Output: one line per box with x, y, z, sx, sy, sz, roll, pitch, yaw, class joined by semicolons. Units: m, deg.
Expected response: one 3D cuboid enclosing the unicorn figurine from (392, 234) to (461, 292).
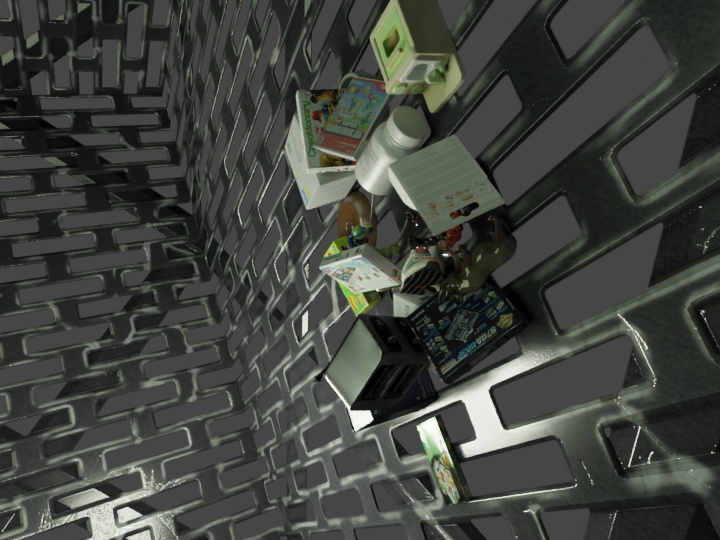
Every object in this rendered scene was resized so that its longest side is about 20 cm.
0.164;0.003;1.295;0.202;0.073;0.138;-67;31;25;unicorn figurine

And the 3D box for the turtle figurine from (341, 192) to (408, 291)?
0.055;-0.060;1.462;0.142;0.201;0.196;17;142;28;turtle figurine

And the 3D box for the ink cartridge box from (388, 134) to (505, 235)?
0.166;-0.161;1.132;0.050;0.159;0.202;78;166;-60;ink cartridge box

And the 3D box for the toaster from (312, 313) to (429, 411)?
0.031;0.202;1.242;0.119;0.179;0.202;47;115;37;toaster

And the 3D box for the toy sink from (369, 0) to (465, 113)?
0.112;-0.443;1.192;0.130;0.110;0.203;-41;63;58;toy sink

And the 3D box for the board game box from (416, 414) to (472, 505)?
0.202;0.464;1.408;0.105;0.023;0.203;-50;56;58;board game box

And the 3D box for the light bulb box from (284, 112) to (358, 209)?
-0.105;-0.297;1.533;0.200;0.123;0.201;141;110;-72;light bulb box

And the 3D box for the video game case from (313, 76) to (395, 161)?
-0.012;-0.356;1.337;0.142;0.017;0.202;24;81;40;video game case

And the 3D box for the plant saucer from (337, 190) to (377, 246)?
-0.018;-0.121;1.616;0.200;0.036;0.204;29;124;57;plant saucer

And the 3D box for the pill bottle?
0.072;-0.274;1.318;0.200;0.113;0.116;-52;55;54;pill bottle

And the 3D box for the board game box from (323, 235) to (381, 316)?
-0.025;0.017;1.612;0.202;0.047;0.102;61;152;11;board game box

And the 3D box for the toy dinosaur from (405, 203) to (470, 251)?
0.161;-0.097;1.160;0.200;0.133;0.104;-69;-27;-82;toy dinosaur

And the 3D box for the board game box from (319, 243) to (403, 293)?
0.000;0.000;1.380;0.199;0.126;0.035;-13;46;56;board game box

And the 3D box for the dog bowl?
-0.001;-0.410;1.469;0.199;0.058;0.204;31;126;55;dog bowl

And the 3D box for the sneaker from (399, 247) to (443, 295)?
0.122;-0.013;1.189;0.200;0.069;0.095;114;161;-74;sneaker

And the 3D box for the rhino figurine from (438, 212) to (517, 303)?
0.219;-0.009;1.112;0.200;0.059;0.088;-46;50;15;rhino figurine

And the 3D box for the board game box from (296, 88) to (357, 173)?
-0.084;-0.345;1.416;0.035;0.124;0.204;140;122;-73;board game box

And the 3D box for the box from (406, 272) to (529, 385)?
0.207;0.102;1.144;0.199;0.046;0.160;-40;56;14;box

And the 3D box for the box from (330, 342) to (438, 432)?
0.057;0.265;1.430;0.123;0.195;0.203;-51;55;54;box

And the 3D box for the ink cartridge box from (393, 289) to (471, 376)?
0.163;0.138;1.310;0.199;0.086;0.148;25;121;58;ink cartridge box
